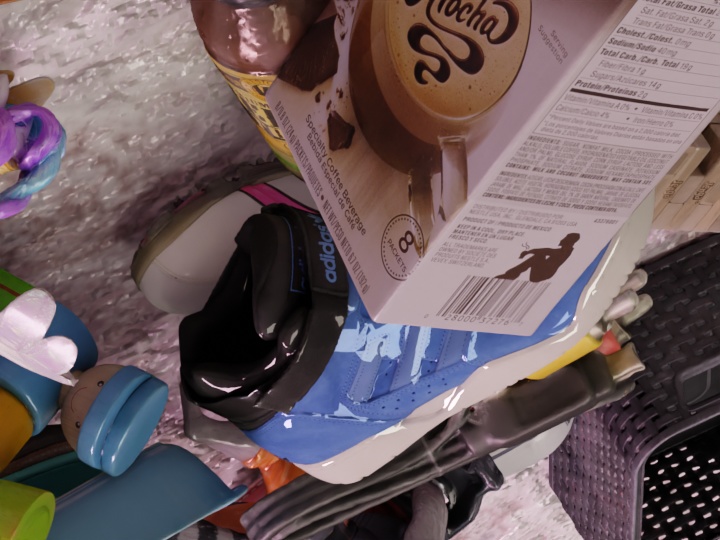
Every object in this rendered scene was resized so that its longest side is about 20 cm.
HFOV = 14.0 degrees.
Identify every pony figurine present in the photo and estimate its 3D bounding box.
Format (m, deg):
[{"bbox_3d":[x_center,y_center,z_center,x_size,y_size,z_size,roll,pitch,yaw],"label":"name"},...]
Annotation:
[{"bbox_3d":[-0.188,-0.014,1.010,0.200,0.167,0.193,-30,-171,-6],"label":"pony figurine"}]

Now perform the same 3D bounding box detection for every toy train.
[{"bbox_3d":[-0.170,0.085,1.116,0.200,0.116,0.085,-52,161,-33],"label":"toy train"}]

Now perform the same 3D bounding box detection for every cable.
[{"bbox_3d":[0.041,0.060,1.255,0.200,0.050,0.097,-25,170,9],"label":"cable"}]

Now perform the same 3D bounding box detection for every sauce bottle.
[{"bbox_3d":[-0.027,-0.091,1.096,0.065,0.065,0.200,-32,153,2],"label":"sauce bottle"}]

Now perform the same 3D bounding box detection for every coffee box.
[{"bbox_3d":[0.063,-0.085,0.999,0.080,0.113,0.200,5,135,-38],"label":"coffee box"}]

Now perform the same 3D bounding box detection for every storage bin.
[{"bbox_3d":[0.177,0.079,1.506,0.135,0.094,0.200,-24,150,-11],"label":"storage bin"}]

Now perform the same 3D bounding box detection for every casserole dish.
[{"bbox_3d":[-0.139,0.123,1.183,0.200,0.039,0.121,-30,178,-20],"label":"casserole dish"}]

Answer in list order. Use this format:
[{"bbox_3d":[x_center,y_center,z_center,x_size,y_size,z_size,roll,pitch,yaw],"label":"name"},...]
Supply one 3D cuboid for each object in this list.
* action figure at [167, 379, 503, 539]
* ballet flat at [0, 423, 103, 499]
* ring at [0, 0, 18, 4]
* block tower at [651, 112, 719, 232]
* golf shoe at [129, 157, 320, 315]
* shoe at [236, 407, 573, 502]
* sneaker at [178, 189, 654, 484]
[{"bbox_3d":[-0.038,0.146,1.328,0.193,0.105,0.200,32,123,-12],"label":"action figure"},{"bbox_3d":[-0.197,0.113,1.247,0.200,0.068,0.068,-36,150,-11],"label":"ballet flat"},{"bbox_3d":[-0.108,-0.164,0.975,0.200,0.019,0.200,-21,148,-14],"label":"ring"},{"bbox_3d":[0.137,-0.055,1.314,0.200,0.054,0.058,1,138,-41],"label":"block tower"},{"bbox_3d":[0.000,0.000,1.239,0.200,0.092,0.073,-6,144,-33],"label":"golf shoe"},{"bbox_3d":[-0.005,0.078,1.380,0.200,0.072,0.091,-28,129,20],"label":"shoe"},{"bbox_3d":[0.014,0.002,1.148,0.200,0.077,0.111,-37,135,27],"label":"sneaker"}]
